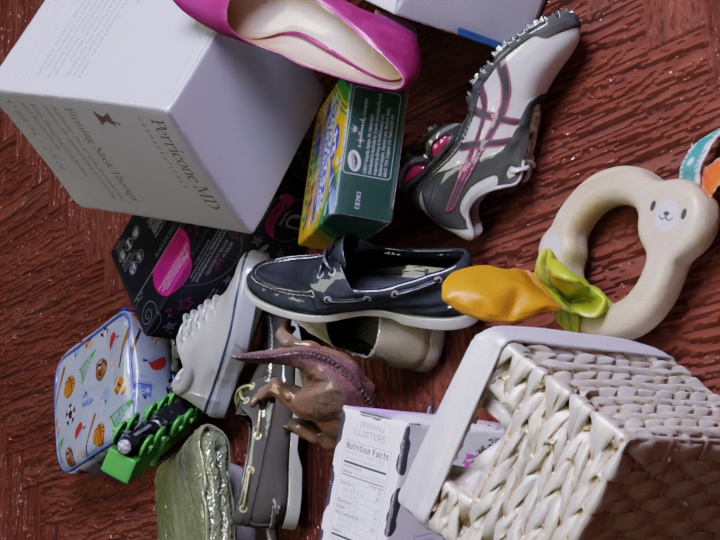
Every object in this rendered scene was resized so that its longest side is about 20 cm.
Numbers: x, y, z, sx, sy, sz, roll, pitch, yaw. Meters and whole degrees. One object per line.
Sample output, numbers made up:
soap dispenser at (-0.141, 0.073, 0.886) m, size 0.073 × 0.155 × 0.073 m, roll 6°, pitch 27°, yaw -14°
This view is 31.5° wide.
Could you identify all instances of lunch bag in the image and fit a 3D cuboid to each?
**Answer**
lunch bag at (-0.263, 0.131, 1.386) m, size 0.200 × 0.075 × 0.161 m, roll -30°, pitch 57°, yaw 45°

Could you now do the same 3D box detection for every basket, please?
basket at (0.148, 0.126, 0.801) m, size 0.123 × 0.200 × 0.136 m, roll 38°, pitch 110°, yaw 42°

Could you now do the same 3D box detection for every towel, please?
towel at (-0.153, 0.259, 1.201) m, size 0.148 × 0.036 × 0.200 m, roll -43°, pitch 50°, yaw 52°

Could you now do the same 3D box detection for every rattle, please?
rattle at (0.169, -0.040, 0.867) m, size 0.200 × 0.143 × 0.130 m, roll -41°, pitch 33°, yaw 44°

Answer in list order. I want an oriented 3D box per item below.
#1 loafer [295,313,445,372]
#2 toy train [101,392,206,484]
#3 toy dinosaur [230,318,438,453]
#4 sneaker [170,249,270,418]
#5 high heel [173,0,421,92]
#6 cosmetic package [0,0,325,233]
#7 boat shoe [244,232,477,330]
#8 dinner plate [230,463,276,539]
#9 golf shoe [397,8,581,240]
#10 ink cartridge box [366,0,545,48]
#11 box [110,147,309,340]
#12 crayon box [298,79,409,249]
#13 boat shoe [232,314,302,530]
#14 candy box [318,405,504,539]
loafer at (-0.009, 0.032, 1.109) m, size 0.200 × 0.068 × 0.076 m, roll 19°, pitch 96°, yaw 50°
toy train at (-0.192, 0.155, 1.227) m, size 0.042 × 0.200 × 0.057 m, roll 26°, pitch 103°, yaw 9°
toy dinosaur at (-0.010, 0.109, 1.033) m, size 0.135 × 0.200 × 0.086 m, roll 16°, pitch 64°, yaw 49°
sneaker at (-0.135, 0.059, 1.189) m, size 0.073 × 0.071 × 0.200 m, roll -74°, pitch 4°, yaw -54°
high heel at (-0.051, -0.178, 0.948) m, size 0.096 × 0.200 × 0.067 m, roll -80°, pitch 11°, yaw -62°
cosmetic package at (-0.171, -0.156, 1.101) m, size 0.200 × 0.167 × 0.167 m, roll 10°, pitch 60°, yaw 30°
boat shoe at (0.000, 0.001, 1.029) m, size 0.199 × 0.075 × 0.066 m, roll 8°, pitch 128°, yaw 17°
dinner plate at (-0.149, 0.289, 1.253) m, size 0.200 × 0.024 × 0.201 m, roll -15°, pitch 70°, yaw 49°
golf shoe at (0.117, -0.115, 1.009) m, size 0.088 × 0.077 × 0.200 m, roll 47°, pitch 116°, yaw 14°
ink cartridge box at (0.040, -0.259, 1.060) m, size 0.200 × 0.146 × 0.086 m, roll 35°, pitch 110°, yaw 48°
box at (-0.138, -0.042, 1.248) m, size 0.200 × 0.115 × 0.132 m, roll -55°, pitch 44°, yaw 24°
crayon box at (-0.011, -0.087, 1.080) m, size 0.200 × 0.051 × 0.126 m, roll 144°, pitch 135°, yaw -77°
boat shoe at (-0.085, 0.134, 1.168) m, size 0.072 × 0.060 × 0.202 m, roll 128°, pitch 143°, yaw -73°
candy box at (0.052, 0.205, 0.917) m, size 0.071 × 0.168 × 0.201 m, roll 8°, pitch 87°, yaw 49°
